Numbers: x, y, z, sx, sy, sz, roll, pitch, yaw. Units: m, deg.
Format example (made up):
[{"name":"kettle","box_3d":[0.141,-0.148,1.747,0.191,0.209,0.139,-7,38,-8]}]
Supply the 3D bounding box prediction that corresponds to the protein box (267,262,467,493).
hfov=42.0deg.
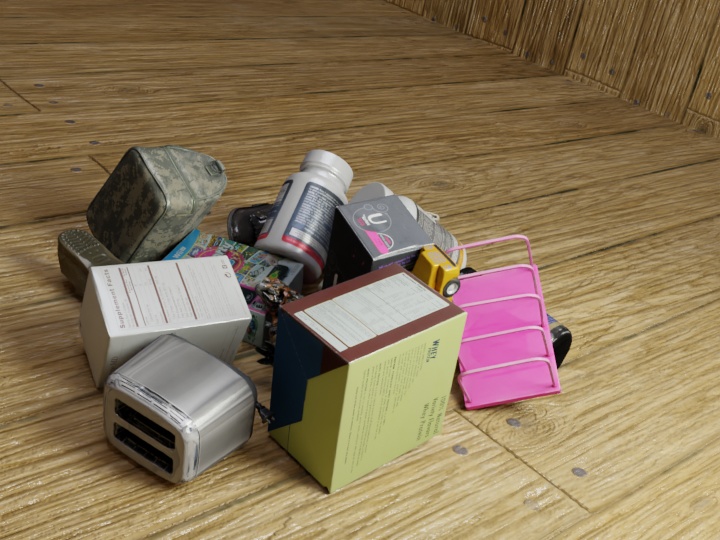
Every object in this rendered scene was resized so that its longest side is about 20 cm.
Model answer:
[{"name":"protein box","box_3d":[0.005,0.129,1.181,0.198,0.201,0.134,-19,41,-38]}]

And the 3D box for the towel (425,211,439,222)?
[{"name":"towel","box_3d":[0.085,-0.091,1.774,0.130,0.035,0.200,16,-4,6]}]

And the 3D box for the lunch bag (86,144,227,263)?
[{"name":"lunch bag","box_3d":[-0.322,-0.101,1.521,0.167,0.200,0.140,-10,60,-51]}]

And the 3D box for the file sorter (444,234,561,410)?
[{"name":"file sorter","box_3d":[0.194,0.070,1.332,0.137,0.126,0.203,-12,60,11]}]

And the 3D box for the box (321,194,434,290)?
[{"name":"box","box_3d":[0.019,0.011,1.363,0.105,0.202,0.123,-13,45,-26]}]

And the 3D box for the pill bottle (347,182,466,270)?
[{"name":"pill bottle","box_3d":[0.070,-0.047,1.493,0.199,0.117,0.117,37,10,-34]}]

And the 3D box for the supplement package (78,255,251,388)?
[{"name":"supplement package","box_3d":[-0.267,0.067,1.272,0.197,0.118,0.118,-6,53,-31]}]

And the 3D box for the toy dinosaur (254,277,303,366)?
[{"name":"toy dinosaur","box_3d":[-0.072,0.083,1.331,0.197,0.104,0.136,21,15,15]}]

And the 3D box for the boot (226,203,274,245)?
[{"name":"boot","box_3d":[-0.129,-0.093,1.665,0.171,0.070,0.200,-4,18,23]}]

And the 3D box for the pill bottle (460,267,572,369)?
[{"name":"pill bottle","box_3d":[0.220,0.084,1.456,0.111,0.113,0.199,-17,45,-44]}]

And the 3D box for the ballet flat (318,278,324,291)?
[{"name":"ballet flat","box_3d":[0.000,0.000,1.530,0.067,0.063,0.199,24,24,28]}]

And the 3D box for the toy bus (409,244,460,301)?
[{"name":"toy bus","box_3d":[0.076,0.066,1.301,0.077,0.203,0.065,-10,39,-29]}]

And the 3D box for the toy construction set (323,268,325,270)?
[{"name":"toy construction set","box_3d":[-0.017,-0.039,1.661,0.129,0.094,0.200,19,16,17]}]

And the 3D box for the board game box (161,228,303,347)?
[{"name":"board game box","box_3d":[-0.206,0.023,1.455,0.197,0.065,0.148,17,36,14]}]

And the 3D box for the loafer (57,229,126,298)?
[{"name":"loafer","box_3d":[-0.386,0.019,1.414,0.075,0.068,0.200,-22,57,-44]}]

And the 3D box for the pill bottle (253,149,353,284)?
[{"name":"pill bottle","box_3d":[-0.087,-0.092,1.554,0.118,0.120,0.202,18,66,13]}]

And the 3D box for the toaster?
[{"name":"toaster","box_3d":[-0.217,0.170,1.131,0.198,0.115,0.129,26,33,23]}]
